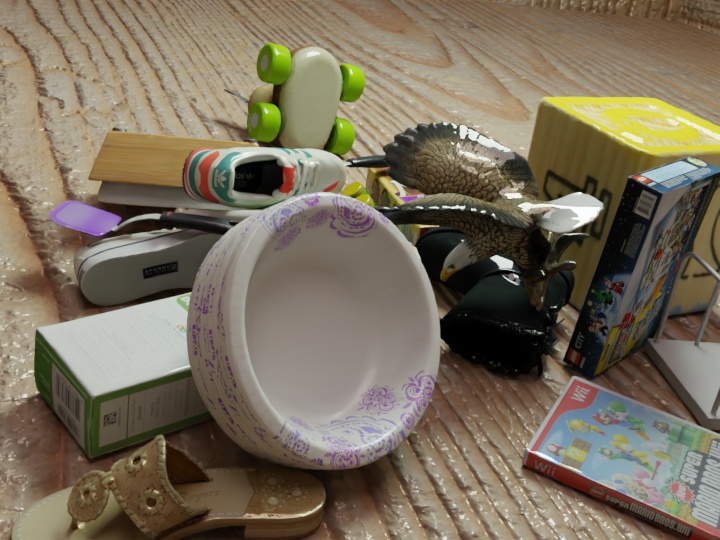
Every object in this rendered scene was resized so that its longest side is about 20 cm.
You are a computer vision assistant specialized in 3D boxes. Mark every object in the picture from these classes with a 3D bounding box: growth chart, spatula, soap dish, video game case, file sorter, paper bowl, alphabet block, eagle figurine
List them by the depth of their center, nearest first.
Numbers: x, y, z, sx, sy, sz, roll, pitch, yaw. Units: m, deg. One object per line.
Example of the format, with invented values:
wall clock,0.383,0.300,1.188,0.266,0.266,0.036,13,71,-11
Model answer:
paper bowl,-0.041,0.049,0.667,0.199,0.204,0.104,-14,0,-40
video game case,0.249,0.161,0.720,0.198,0.018,0.143,21,29,23
eagle figurine,0.110,-0.053,0.819,0.199,0.152,0.152,39,-9,-12
file sorter,0.411,0.067,0.841,0.196,0.126,0.139,5,27,-10
spatula,-0.207,-0.048,0.845,0.196,0.021,0.057,3,25,11
growth chart,-0.110,-0.055,0.936,0.142,0.018,0.200,2,2,10
soap dish,-0.206,-0.116,1.004,0.196,0.083,0.157,4,5,-11
alphabet block,0.314,-0.078,1.012,0.192,0.203,0.196,-6,29,-28
spatula,-0.025,-0.125,1.073,0.198,0.021,0.056,-18,22,-36

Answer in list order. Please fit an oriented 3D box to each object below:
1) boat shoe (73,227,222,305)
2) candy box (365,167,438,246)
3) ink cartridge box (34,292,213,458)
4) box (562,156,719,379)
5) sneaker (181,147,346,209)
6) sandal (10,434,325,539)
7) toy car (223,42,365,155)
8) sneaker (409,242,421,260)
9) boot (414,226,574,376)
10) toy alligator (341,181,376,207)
boat shoe,-0.191,-0.016,0.879,0.197,0.072,0.070,-13,36,-26
candy box,0.088,-0.074,1.097,0.115,0.057,0.200,-2,27,-19
ink cartridge box,-0.153,0.074,0.713,0.198,0.060,0.103,-14,35,-40
box,0.276,-0.004,0.849,0.037,0.203,0.136,32,33,33
sneaker,-0.080,-0.092,0.899,0.197,0.072,0.093,-2,12,-39
sandal,-0.123,0.139,0.580,0.208,0.071,0.078,1,27,-16
toy car,-0.119,-0.265,1.325,0.162,0.161,0.199,5,11,-37
sneaker,0.000,0.000,0.904,0.076,0.080,0.199,-9,22,-28
boot,0.121,0.029,0.892,0.196,0.074,0.162,17,33,20
toy alligator,0.005,-0.049,1.026,0.054,0.060,0.201,-34,31,4
